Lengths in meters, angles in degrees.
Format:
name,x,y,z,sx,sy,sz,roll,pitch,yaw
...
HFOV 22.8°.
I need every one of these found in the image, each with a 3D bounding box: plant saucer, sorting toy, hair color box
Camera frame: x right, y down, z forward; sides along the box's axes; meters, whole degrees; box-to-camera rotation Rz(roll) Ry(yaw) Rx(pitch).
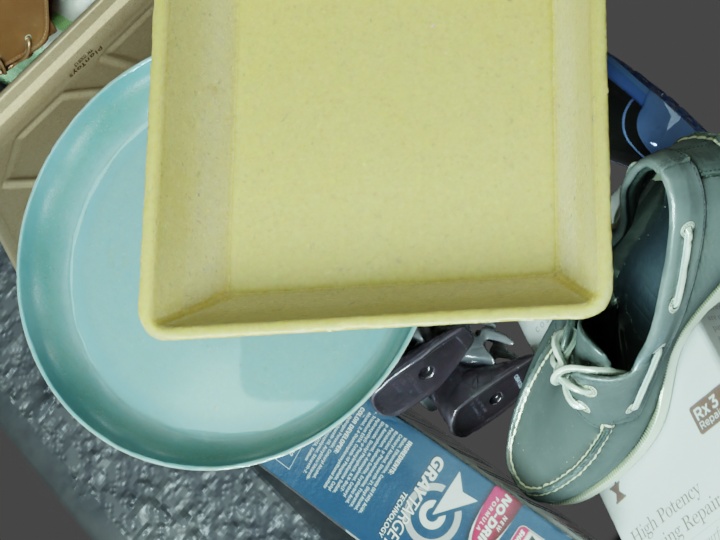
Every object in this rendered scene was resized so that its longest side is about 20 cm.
name,x,y,z,sx,sy,sz,roll,pitch,yaw
plant saucer,-0.058,-0.008,0.801,0.198,0.027,0.202,-5,73,16
plant saucer,0.010,-0.067,0.759,0.198,0.048,0.202,-4,74,16
sorting toy,-0.113,-0.076,0.913,0.185,0.036,0.200,-44,38,1
hair color box,0.027,0.107,0.848,0.199,0.100,0.061,33,90,29

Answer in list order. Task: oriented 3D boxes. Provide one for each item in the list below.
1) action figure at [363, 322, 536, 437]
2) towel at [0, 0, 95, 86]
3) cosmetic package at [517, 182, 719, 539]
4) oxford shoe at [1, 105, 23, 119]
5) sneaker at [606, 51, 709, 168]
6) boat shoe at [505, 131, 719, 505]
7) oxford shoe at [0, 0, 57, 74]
name,x,y,z,sx,sy,sz,roll,pitch,yaw
action figure,0.000,0.000,0.870,0.069,0.130,0.200,-45,47,3
towel,-0.180,-0.210,1.011,0.152,0.023,0.201,32,97,-3
cosmetic package,0.154,0.068,0.797,0.102,0.074,0.201,-50,56,42
oxford shoe,-0.193,-0.056,1.017,0.199,0.071,0.074,19,88,28
sneaker,0.092,-0.085,0.900,0.200,0.070,0.078,41,102,32
boat shoe,0.102,0.025,0.754,0.073,0.061,0.201,54,132,32
oxford shoe,-0.208,-0.127,0.972,0.071,0.071,0.201,29,91,-9
